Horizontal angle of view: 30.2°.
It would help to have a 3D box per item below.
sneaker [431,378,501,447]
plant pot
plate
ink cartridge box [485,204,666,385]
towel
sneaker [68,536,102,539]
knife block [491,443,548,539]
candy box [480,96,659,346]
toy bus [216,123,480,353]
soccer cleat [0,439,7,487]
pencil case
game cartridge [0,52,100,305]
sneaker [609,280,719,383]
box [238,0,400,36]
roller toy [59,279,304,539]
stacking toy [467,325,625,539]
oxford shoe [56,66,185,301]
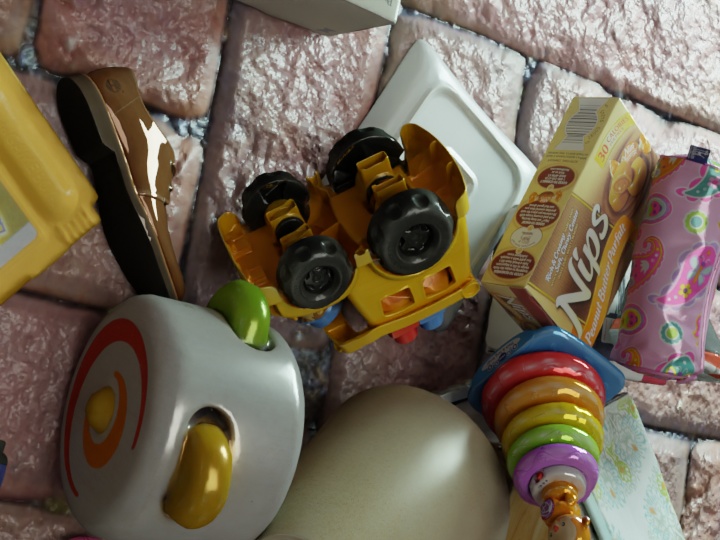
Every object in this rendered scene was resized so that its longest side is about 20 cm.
[{"bbox_3d":[0.101,0.142,1.215,0.198,0.076,0.081,-19,87,-5],"label":"sneaker"},{"bbox_3d":[-0.002,0.212,1.063,0.200,0.185,0.190,-27,110,-59],"label":"plant pot"},{"bbox_3d":[0.073,-0.077,1.241,0.200,0.032,0.201,45,68,-29],"label":"plate"},{"bbox_3d":[0.224,0.026,1.304,0.199,0.084,0.147,13,87,-43],"label":"ink cartridge box"},{"bbox_3d":[0.249,0.224,1.289,0.170,0.048,0.202,-8,78,-53],"label":"towel"},{"bbox_3d":[-0.220,0.309,1.027,0.080,0.088,0.202,6,67,-23],"label":"sneaker"},{"bbox_3d":[0.105,0.281,1.200,0.174,0.064,0.201,-31,118,-6],"label":"knife block"},{"bbox_3d":[0.193,-0.039,1.171,0.115,0.055,0.201,44,66,-38],"label":"candy box"},{"bbox_3d":[0.000,0.000,1.137,0.198,0.136,0.193,-24,132,-7],"label":"toy bus"},{"bbox_3d":[-0.344,0.129,0.936,0.199,0.064,0.085,27,79,-33],"label":"soccer cleat"},{"bbox_3d":[0.281,-0.004,1.171,0.087,0.087,0.202,13,92,-35],"label":"pencil case"},{"bbox_3d":[-0.306,-0.051,0.974,0.200,0.032,0.177,-44,115,-24],"label":"game cartridge"},{"bbox_3d":[0.319,0.057,1.292,0.199,0.077,0.083,26,72,-44],"label":"sneaker"},{"bbox_3d":[-0.027,-0.314,1.111,0.127,0.108,0.203,15,83,-35],"label":"box"},{"bbox_3d":[-0.142,0.118,1.004,0.139,0.182,0.202,15,52,-33],"label":"roller toy"},{"bbox_3d":[0.158,0.154,1.089,0.109,0.116,0.201,33,32,-24],"label":"stacking toy"},{"bbox_3d":[-0.169,-0.064,1.049,0.071,0.071,0.202,-26,106,-37],"label":"oxford shoe"}]
